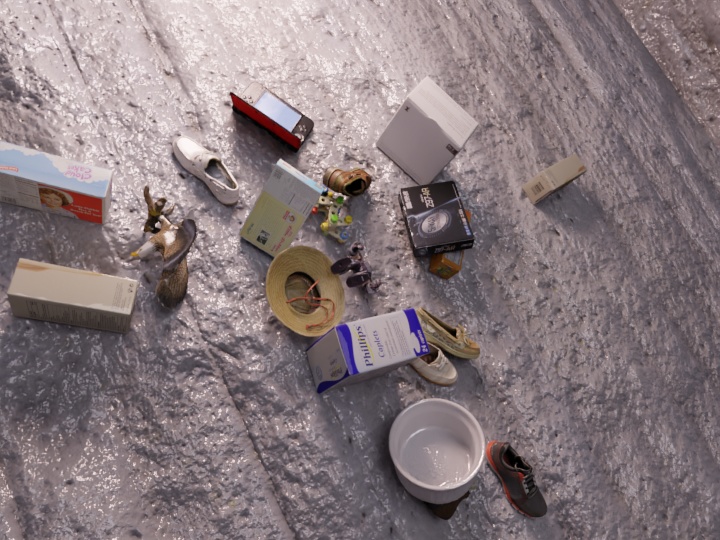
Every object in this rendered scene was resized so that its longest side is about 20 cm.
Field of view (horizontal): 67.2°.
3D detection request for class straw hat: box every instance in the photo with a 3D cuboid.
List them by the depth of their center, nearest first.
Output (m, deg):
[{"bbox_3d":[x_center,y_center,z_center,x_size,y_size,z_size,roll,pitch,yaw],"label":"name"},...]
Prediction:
[{"bbox_3d":[-0.136,0.054,1.202,0.198,0.085,0.205,8,74,-30],"label":"straw hat"}]

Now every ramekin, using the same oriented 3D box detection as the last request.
[{"bbox_3d":[0.159,0.382,1.137,0.196,0.099,0.203,-3,45,3],"label":"ramekin"}]

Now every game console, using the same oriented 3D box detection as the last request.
[{"bbox_3d":[-0.214,-0.403,1.361,0.198,0.119,0.174,33,57,-9],"label":"game console"}]

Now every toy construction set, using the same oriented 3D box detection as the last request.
[{"bbox_3d":[-0.116,-0.148,1.311,0.197,0.092,0.133,14,60,-32],"label":"toy construction set"}]

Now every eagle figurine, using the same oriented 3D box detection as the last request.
[{"bbox_3d":[-0.384,-0.044,1.094,0.150,0.152,0.201,-40,67,1],"label":"eagle figurine"}]

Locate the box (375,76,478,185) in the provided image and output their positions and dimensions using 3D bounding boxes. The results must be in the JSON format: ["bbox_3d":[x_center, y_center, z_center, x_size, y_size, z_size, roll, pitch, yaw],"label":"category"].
[{"bbox_3d":[0.180,-0.376,1.495,0.198,0.200,0.131,42,54,-3],"label":"box"}]

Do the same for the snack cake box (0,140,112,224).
[{"bbox_3d":[-0.596,-0.166,1.059,0.197,0.115,0.068,14,60,-20],"label":"snack cake box"}]

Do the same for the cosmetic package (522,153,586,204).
[{"bbox_3d":[0.621,-0.293,1.734,0.198,0.105,0.072,-28,82,-32],"label":"cosmetic package"}]

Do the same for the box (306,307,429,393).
[{"bbox_3d":[0.011,0.172,1.157,0.197,0.184,0.107,-10,72,-30],"label":"box"}]

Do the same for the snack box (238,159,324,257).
[{"bbox_3d":[-0.178,-0.129,1.204,0.115,0.201,0.037,32,28,-8],"label":"snack box"}]

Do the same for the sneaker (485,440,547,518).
[{"bbox_3d":[0.370,0.483,1.248,0.077,0.082,0.201,-36,85,-34],"label":"sneaker"}]

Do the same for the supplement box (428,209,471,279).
[{"bbox_3d":[0.244,-0.079,1.466,0.068,0.066,0.202,28,58,-14],"label":"supplement box"}]

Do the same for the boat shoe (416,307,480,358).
[{"bbox_3d":[0.213,0.156,1.323,0.197,0.063,0.073,23,16,-14],"label":"boat shoe"}]

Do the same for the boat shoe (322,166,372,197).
[{"bbox_3d":[-0.018,-0.212,1.358,0.068,0.073,0.199,33,24,21],"label":"boat shoe"}]

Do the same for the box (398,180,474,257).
[{"bbox_3d":[0.196,-0.139,1.429,0.157,0.044,0.203,-8,58,-5],"label":"box"}]

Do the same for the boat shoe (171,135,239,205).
[{"bbox_3d":[-0.349,-0.244,1.247,0.200,0.069,0.071,43,57,-1],"label":"boat shoe"}]

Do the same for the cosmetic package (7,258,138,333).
[{"bbox_3d":[-0.520,0.050,0.993,0.197,0.105,0.072,14,60,-22],"label":"cosmetic package"}]

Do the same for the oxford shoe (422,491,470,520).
[{"bbox_3d":[0.212,0.455,1.200,0.085,0.072,0.200,50,57,-15],"label":"oxford shoe"}]

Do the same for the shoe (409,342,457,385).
[{"bbox_3d":[0.154,0.209,1.289,0.198,0.053,0.071,32,56,-9],"label":"shoe"}]

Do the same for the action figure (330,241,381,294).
[{"bbox_3d":[0.000,0.000,1.261,0.131,0.069,0.200,57,14,3],"label":"action figure"}]
